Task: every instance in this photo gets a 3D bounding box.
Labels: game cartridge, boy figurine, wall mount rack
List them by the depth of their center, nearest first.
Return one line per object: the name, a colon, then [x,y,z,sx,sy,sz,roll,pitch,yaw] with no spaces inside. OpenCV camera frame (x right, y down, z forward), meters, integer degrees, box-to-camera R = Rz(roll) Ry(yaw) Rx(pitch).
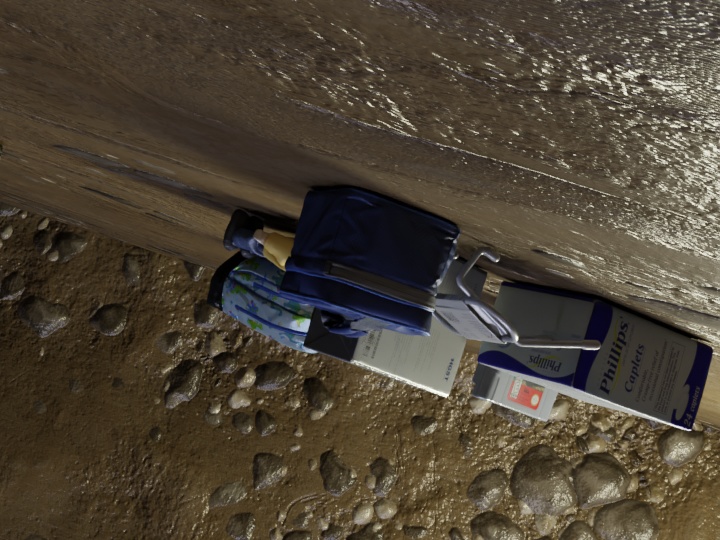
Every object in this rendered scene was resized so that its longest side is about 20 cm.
wall mount rack: [0.152,0.046,1.745,0.174,0.075,0.200,44,168,-15]
boy figurine: [-0.087,-0.028,2.109,0.199,0.065,0.124,14,173,39]
game cartridge: [0.231,0.132,2.299,0.041,0.135,0.199,14,175,36]

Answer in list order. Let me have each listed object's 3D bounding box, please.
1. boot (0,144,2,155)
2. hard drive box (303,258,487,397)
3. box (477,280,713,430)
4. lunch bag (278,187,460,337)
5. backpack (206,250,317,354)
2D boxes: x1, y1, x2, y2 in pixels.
boot: [-0.607,-0.174,2.397,0.152,0.074,0.203,16,178,-16]
hard drive box: [0.043,0.043,1.858,0.076,0.157,0.199,14,173,40]
box: [0.274,0.098,1.916,0.199,0.106,0.183,20,175,-33]
lunch bag: [0.000,0.000,1.654,0.135,0.134,0.200,20,175,-18]
backpack: [-0.083,0.033,2.221,0.162,0.155,0.200,-21,-128,-40]
